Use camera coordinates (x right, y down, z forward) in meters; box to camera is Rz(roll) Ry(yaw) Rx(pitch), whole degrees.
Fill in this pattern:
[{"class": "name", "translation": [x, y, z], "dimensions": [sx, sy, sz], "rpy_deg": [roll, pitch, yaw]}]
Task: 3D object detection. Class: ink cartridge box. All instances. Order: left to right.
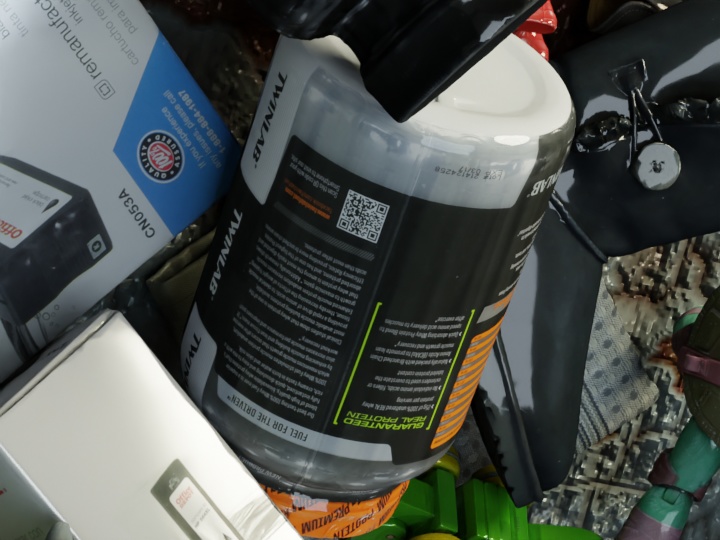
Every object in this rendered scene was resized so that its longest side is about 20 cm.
[{"class": "ink cartridge box", "translation": [-0.167, -0.039, 1.142], "dimensions": [0.200, 0.084, 0.145], "rpy_deg": [-40, 118, -10]}, {"class": "ink cartridge box", "translation": [-0.090, 0.130, 1.149], "dimensions": [0.200, 0.146, 0.084], "rpy_deg": [51, 59, -6]}]

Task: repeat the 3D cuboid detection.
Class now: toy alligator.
[{"class": "toy alligator", "translation": [0.018, 0.111, 1.262], "dimensions": [0.199, 0.060, 0.054], "rpy_deg": [18, 140, -27]}]

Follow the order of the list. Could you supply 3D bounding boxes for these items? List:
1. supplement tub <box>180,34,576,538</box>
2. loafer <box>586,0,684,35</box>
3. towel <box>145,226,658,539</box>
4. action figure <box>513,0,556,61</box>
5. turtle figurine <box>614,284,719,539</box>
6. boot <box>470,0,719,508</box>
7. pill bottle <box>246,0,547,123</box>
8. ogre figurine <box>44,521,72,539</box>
[{"class": "supplement tub", "translation": [0.000, 0.000, 1.138], "dimensions": [0.122, 0.123, 0.201], "rpy_deg": [6, 121, -26]}, {"class": "loafer", "translation": [0.131, -0.128, 1.270], "dimensions": [0.072, 0.073, 0.201], "rpy_deg": [-34, 106, -2]}, {"class": "towel", "translation": [0.022, 0.028, 1.283], "dimensions": [0.192, 0.035, 0.201], "rpy_deg": [-32, 117, -11]}, {"class": "action figure", "translation": [0.036, -0.191, 1.193], "dimensions": [0.098, 0.065, 0.201], "rpy_deg": [4, 73, -3]}, {"class": "turtle figurine", "translation": [0.183, 0.050, 1.271], "dimensions": [0.100, 0.149, 0.201], "rpy_deg": [14, 97, -44]}, {"class": "boot", "translation": [0.116, -0.009, 1.228], "dimensions": [0.167, 0.076, 0.201], "rpy_deg": [-14, 103, -3]}, {"class": "pill bottle", "translation": [-0.018, -0.156, 1.019], "dimensions": [0.112, 0.112, 0.200], "rpy_deg": [-41, 90, -10]}, {"class": "ogre figurine", "translation": [-0.114, 0.179, 1.034], "dimensions": [0.098, 0.120, 0.201], "rpy_deg": [-22, 108, 30]}]
